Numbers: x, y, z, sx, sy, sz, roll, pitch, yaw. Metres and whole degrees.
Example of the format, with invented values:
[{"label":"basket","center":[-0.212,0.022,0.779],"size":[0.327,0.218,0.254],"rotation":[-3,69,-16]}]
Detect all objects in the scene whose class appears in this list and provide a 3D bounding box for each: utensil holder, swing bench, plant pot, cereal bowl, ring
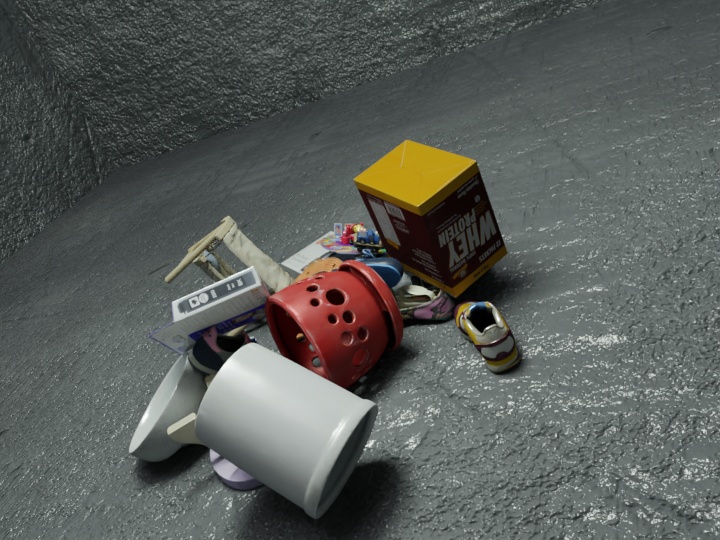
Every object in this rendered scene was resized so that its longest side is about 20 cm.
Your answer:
[{"label":"utensil holder","center":[-0.102,0.214,1.013],"size":[0.199,0.170,0.170],"rotation":[27,46,14]},{"label":"swing bench","center":[-0.264,0.006,1.566],"size":[0.200,0.199,0.130],"rotation":[-34,19,32]},{"label":"plant pot","center":[-0.038,0.092,1.257],"size":[0.182,0.201,0.200],"rotation":[-30,25,-21]},{"label":"cereal bowl","center":[-0.323,0.251,1.305],"size":[0.200,0.083,0.200],"rotation":[-52,16,21]},{"label":"ring","center":[-0.100,0.060,1.507],"size":[0.200,0.019,0.201],"rotation":[-33,33,25]}]

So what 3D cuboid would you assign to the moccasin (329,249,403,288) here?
[{"label":"moccasin","center":[0.000,0.000,1.370],"size":[0.199,0.081,0.068],"rotation":[-9,35,40]}]

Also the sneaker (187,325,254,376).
[{"label":"sneaker","center":[-0.197,0.154,1.296],"size":[0.082,0.199,0.070],"rotation":[-56,40,20]}]

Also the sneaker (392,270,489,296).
[{"label":"sneaker","center":[0.154,0.009,1.377],"size":[0.199,0.078,0.140],"rotation":[-27,24,-1]}]

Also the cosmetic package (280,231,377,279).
[{"label":"cosmetic package","center":[-0.072,-0.017,1.669],"size":[0.150,0.052,0.200],"rotation":[-33,26,-21]}]

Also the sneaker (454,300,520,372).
[{"label":"sneaker","center":[0.196,0.078,1.190],"size":[0.075,0.090,0.200],"rotation":[-27,25,-3]}]

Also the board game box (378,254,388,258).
[{"label":"board game box","center":[0.020,0.039,1.495],"size":[0.200,0.034,0.134],"rotation":[-34,26,-17]}]

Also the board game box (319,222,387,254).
[{"label":"board game box","center":[0.012,-0.075,1.596],"size":[0.199,0.039,0.158],"rotation":[0,17,-6]}]

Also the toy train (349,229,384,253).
[{"label":"toy train","center":[0.077,-0.056,1.514],"size":[0.199,0.046,0.034],"rotation":[5,38,-4]}]

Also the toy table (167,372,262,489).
[{"label":"toy table","center":[-0.206,0.253,1.197],"size":[0.184,0.117,0.200],"rotation":[-35,28,-20]}]

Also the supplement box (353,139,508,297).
[{"label":"supplement box","center":[0.124,-0.095,1.301],"size":[0.133,0.200,0.197],"rotation":[-38,36,-17]}]

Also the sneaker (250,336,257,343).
[{"label":"sneaker","center":[-0.234,0.183,1.405],"size":[0.088,0.076,0.200],"rotation":[-23,26,3]}]

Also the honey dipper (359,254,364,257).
[{"label":"honey dipper","center":[0.021,-0.007,1.497],"size":[0.038,0.038,0.200],"rotation":[-25,24,1]}]

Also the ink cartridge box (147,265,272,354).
[{"label":"ink cartridge box","center":[-0.249,0.073,1.257],"size":[0.199,0.044,0.198],"rotation":[-25,-14,-5]}]

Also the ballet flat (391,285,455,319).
[{"label":"ballet flat","center":[0.078,0.060,1.356],"size":[0.199,0.071,0.069],"rotation":[-8,28,33]}]
